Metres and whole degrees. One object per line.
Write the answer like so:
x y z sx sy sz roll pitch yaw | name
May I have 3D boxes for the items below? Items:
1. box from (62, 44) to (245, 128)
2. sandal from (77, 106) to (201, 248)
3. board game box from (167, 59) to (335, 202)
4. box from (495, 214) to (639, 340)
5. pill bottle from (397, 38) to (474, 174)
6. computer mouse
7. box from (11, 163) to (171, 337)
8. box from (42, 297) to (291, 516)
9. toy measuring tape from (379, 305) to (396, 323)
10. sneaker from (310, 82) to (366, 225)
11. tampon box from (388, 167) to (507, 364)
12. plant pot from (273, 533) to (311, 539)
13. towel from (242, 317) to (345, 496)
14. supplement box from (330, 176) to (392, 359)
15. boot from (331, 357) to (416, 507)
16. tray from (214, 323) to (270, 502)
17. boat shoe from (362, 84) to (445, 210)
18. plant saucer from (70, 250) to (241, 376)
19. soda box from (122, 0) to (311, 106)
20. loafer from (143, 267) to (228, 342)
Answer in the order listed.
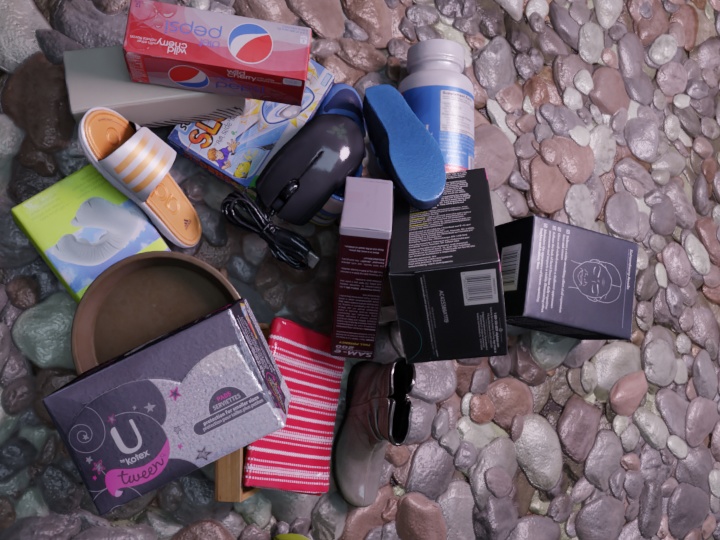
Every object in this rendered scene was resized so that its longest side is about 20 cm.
-0.241 -0.222 0.788 0.198 0.068 0.083 -10 78 -11 | box
-0.234 -0.110 0.764 0.207 0.059 0.080 54 37 -42 | sandal
-0.139 -0.208 0.858 0.135 0.034 0.201 30 74 -4 | board game box
0.304 0.016 0.995 0.198 0.107 0.150 13 79 -20 | box
0.105 -0.214 0.933 0.111 0.112 0.202 3 82 -22 | pill bottle
-0.064 -0.112 0.805 0.138 0.053 0.201 36 79 -2 | computer mouse
-0.297 -0.016 0.779 0.122 0.048 0.201 -38 99 -23 | box
-0.186 0.132 0.668 0.199 0.115 0.133 -25 94 0 | box
0.099 0.055 0.926 0.198 0.073 0.074 -5 87 -23 | toy measuring tape
-0.026 -0.163 0.889 0.073 0.082 0.202 11 78 -20 | sneaker
0.111 -0.009 0.830 0.125 0.201 0.151 -6 128 11 | tampon box
-0.072 0.432 0.753 0.181 0.199 0.201 -36 98 -27 | plant pot
-0.075 0.171 0.819 0.144 0.022 0.202 29 63 -47 | towel
0.000 0.000 0.808 0.060 0.201 0.109 5 38 0 | supplement box
0.019 0.211 0.843 0.067 0.130 0.202 8 82 -21 | boot
-0.142 0.166 0.799 0.037 0.099 0.202 -3 84 13 | tray
0.058 -0.153 0.846 0.083 0.069 0.201 -7 57 -14 | boat shoe
-0.218 0.078 0.734 0.198 0.029 0.202 0 95 -2 | plant saucer
-0.157 -0.243 0.738 0.198 0.063 0.071 7 75 -9 | soda box
-0.220 0.081 0.782 0.067 0.076 0.201 27 80 -10 | loafer
